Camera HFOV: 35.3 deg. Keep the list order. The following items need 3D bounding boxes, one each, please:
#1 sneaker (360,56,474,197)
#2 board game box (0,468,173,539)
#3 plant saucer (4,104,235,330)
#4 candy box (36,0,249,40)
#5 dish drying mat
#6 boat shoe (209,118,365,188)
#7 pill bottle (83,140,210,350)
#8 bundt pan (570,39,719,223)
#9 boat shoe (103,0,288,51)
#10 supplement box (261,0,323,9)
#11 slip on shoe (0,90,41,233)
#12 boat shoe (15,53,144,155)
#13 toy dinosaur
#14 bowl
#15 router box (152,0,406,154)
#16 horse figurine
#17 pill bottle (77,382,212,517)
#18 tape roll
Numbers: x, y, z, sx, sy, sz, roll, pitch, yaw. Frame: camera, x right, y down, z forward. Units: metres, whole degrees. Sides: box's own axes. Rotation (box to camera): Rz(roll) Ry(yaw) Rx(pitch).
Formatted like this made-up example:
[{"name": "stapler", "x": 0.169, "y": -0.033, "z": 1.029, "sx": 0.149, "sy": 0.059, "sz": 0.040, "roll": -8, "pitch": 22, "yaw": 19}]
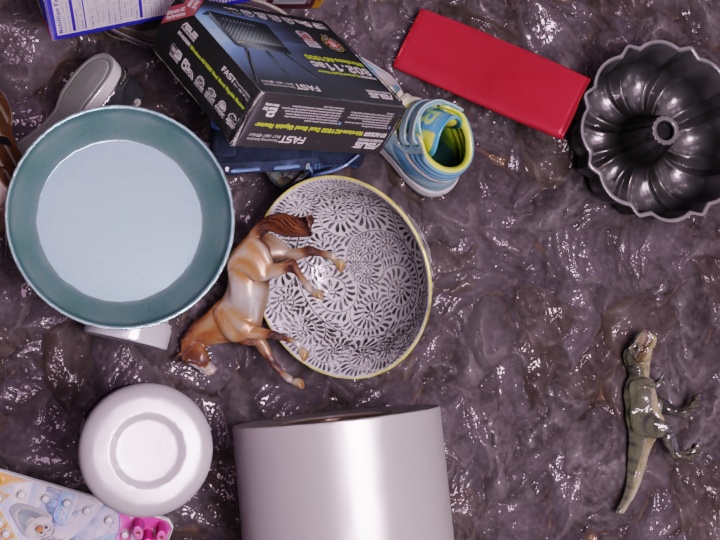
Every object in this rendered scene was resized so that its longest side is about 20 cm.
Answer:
[{"name": "sneaker", "x": 0.040, "y": -0.165, "z": 1.156, "sx": 0.200, "sy": 0.131, "sz": 0.080, "roll": 41, "pitch": 77, "yaw": -6}, {"name": "board game box", "x": -0.299, "y": 0.295, "z": 1.042, "sx": 0.200, "sy": 0.026, "sz": 0.200, "roll": 19, "pitch": 101, "yaw": -11}, {"name": "plant saucer", "x": -0.214, "y": -0.046, "z": 1.012, "sx": 0.199, "sy": 0.036, "sz": 0.201, "roll": 2, "pitch": 84, "yaw": -16}, {"name": "candy box", "x": -0.225, "y": -0.315, "z": 1.091, "sx": 0.200, "sy": 0.077, "sz": 0.169, "roll": -15, "pitch": 52, "yaw": -16}, {"name": "dish drying mat", "x": 0.139, "y": -0.211, "z": 1.209, "sx": 0.200, "sy": 0.018, "sz": 0.077, "roll": 25, "pitch": 79, "yaw": 10}, {"name": "boat shoe", "x": -0.078, "y": -0.115, "z": 1.128, "sx": 0.200, "sy": 0.084, "sz": 0.069, "roll": 4, "pitch": 99, "yaw": -43}, {"name": "pill bottle", "x": -0.203, "y": -0.030, "z": 1.090, "sx": 0.112, "sy": 0.112, "sz": 0.201, "roll": 14, "pitch": 81, "yaw": -12}, {"name": "bundt pan", "x": 0.320, "y": -0.147, "z": 1.253, "sx": 0.201, "sy": 0.076, "sz": 0.202, "roll": 2, "pitch": 83, "yaw": -14}, {"name": "boat shoe", "x": -0.166, "y": -0.243, "z": 1.135, "sx": 0.199, "sy": 0.065, "sz": 0.072, "roll": 8, "pitch": 112, "yaw": -10}, {"name": "supplement box", "x": -0.079, "y": -0.382, "z": 1.157, "sx": 0.085, "sy": 0.110, "sz": 0.201, "roll": -3, "pitch": 85, "yaw": -14}, {"name": "slip on shoe", "x": -0.358, "y": -0.116, "z": 1.058, "sx": 0.061, "sy": 0.076, "sz": 0.200, "roll": -45, "pitch": 61, "yaw": 21}, {"name": "boat shoe", "x": -0.288, "y": -0.117, "z": 1.100, "sx": 0.200, "sy": 0.076, "sz": 0.060, "roll": -47, "pitch": 137, "yaw": 1}, {"name": "toy dinosaur", "x": 0.328, "y": 0.168, "z": 1.241, "sx": 0.088, "sy": 0.047, "sz": 0.201, "roll": 5, "pitch": 84, "yaw": 1}, {"name": "bowl", "x": 0.000, "y": 0.000, "z": 1.131, "sx": 0.094, "sy": 0.200, "sz": 0.201, "roll": -21, "pitch": 90, "yaw": -59}, {"name": "router box", "x": -0.074, "y": -0.181, "z": 1.064, "sx": 0.200, "sy": 0.062, "sz": 0.150, "roll": -4, "pitch": 46, "yaw": -48}, {"name": "horse figurine", "x": -0.095, "y": 0.025, "z": 1.103, "sx": 0.132, "sy": 0.050, "sz": 0.200, "roll": 24, "pitch": 108, "yaw": 19}, {"name": "pill bottle", "x": -0.200, "y": 0.158, "z": 1.026, "sx": 0.112, "sy": 0.200, "sz": 0.113, "roll": 1, "pitch": 84, "yaw": -14}, {"name": "tape roll", "x": -0.016, "y": 0.206, "z": 1.069, "sx": 0.202, "sy": 0.203, "sz": 0.140, "roll": -4, "pitch": 85, "yaw": -15}]
